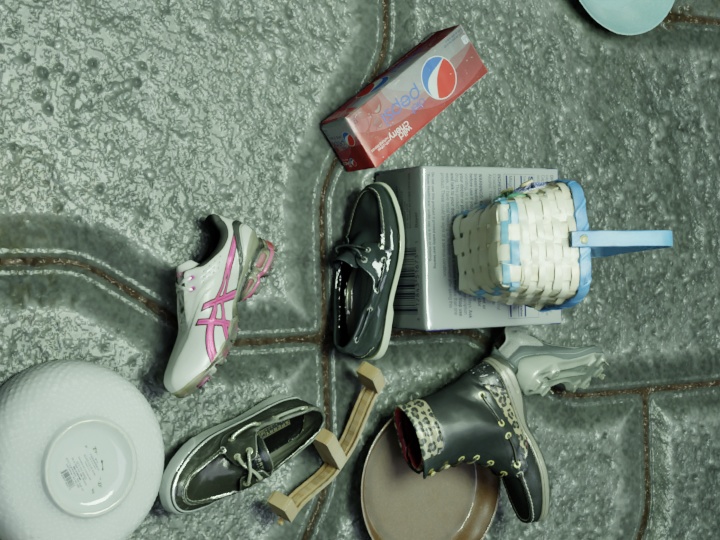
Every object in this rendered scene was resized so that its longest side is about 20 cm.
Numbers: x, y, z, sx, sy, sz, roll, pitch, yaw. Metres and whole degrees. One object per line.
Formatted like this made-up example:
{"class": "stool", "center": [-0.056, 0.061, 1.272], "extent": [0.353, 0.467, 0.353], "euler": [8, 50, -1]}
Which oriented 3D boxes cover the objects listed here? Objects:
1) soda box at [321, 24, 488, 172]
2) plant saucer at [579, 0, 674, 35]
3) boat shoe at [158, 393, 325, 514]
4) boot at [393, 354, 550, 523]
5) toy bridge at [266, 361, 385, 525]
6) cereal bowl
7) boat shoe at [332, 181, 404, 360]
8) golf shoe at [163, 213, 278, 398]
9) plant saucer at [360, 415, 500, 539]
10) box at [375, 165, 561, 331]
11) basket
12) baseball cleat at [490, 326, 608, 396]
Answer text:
{"class": "soda box", "center": [0.051, -0.197, 1.579], "extent": [0.200, 0.063, 0.070], "euler": [-41, 109, -25]}
{"class": "plant saucer", "center": [0.327, -0.401, 1.770], "extent": [0.200, 0.039, 0.203], "euler": [0, 90, -33]}
{"class": "boat shoe", "center": [-0.123, 0.192, 1.452], "extent": [0.200, 0.063, 0.071], "euler": [-34, 117, -33]}
{"class": "boot", "center": [0.128, 0.216, 1.587], "extent": [0.153, 0.073, 0.205], "euler": [-21, 99, -27]}
{"class": "toy bridge", "center": [-0.034, 0.198, 1.526], "extent": [0.201, 0.027, 0.067], "euler": [-55, 150, -21]}
{"class": "cereal bowl", "center": [-0.279, 0.190, 1.357], "extent": [0.199, 0.083, 0.202], "euler": [0, 90, -33]}
{"class": "boat shoe", "center": [-0.002, 0.000, 1.538], "extent": [0.066, 0.074, 0.201], "euler": [3, 97, -44]}
{"class": "golf shoe", "center": [-0.166, 0.036, 1.439], "extent": [0.092, 0.072, 0.201], "euler": [34, 62, -21]}
{"class": "plant saucer", "center": [0.077, 0.250, 1.610], "extent": [0.199, 0.032, 0.202], "euler": [0, 90, -31]}
{"class": "box", "center": [0.126, -0.027, 1.600], "extent": [0.199, 0.105, 0.186], "euler": [-1, 90, -31]}
{"class": "basket", "center": [0.214, -0.027, 1.492], "extent": [0.198, 0.176, 0.140], "euler": [3, 83, -21]}
{"class": "baseball cleat", "center": [0.229, 0.101, 1.685], "extent": [0.070, 0.106, 0.199], "euler": [-55, 153, 19]}
